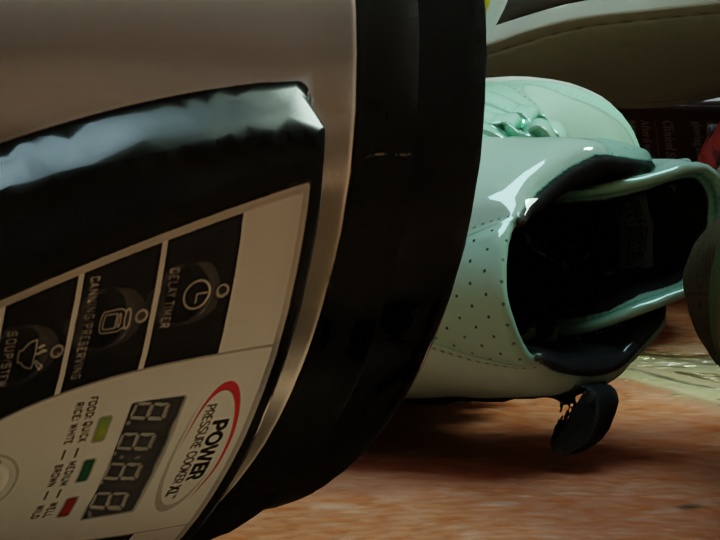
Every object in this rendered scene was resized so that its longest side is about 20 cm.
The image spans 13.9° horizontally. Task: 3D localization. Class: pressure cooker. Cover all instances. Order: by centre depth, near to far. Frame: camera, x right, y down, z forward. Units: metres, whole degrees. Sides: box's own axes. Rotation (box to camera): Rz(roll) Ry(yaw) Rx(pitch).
[{"bbox_3d":[-0.074,-0.037,0.471,0.200,0.179,0.176,-4,4,-36],"label":"pressure cooker"}]

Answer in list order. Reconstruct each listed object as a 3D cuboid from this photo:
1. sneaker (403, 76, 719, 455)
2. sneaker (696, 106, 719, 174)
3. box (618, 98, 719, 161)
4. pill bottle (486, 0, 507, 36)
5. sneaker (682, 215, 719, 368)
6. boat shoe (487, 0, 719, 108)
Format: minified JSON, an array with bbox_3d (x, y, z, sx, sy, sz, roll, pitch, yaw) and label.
[{"bbox_3d":[0.047,-0.004,0.689,0.118,0.074,0.200,-4,11,34],"label":"sneaker"},{"bbox_3d":[0.155,-0.022,0.974,0.071,0.098,0.200,-11,-18,-2],"label":"sneaker"},{"bbox_3d":[0.144,-0.057,1.104,0.200,0.075,0.100,4,-35,13],"label":"box"},{"bbox_3d":[-0.030,-0.083,0.731,0.111,0.111,0.200,5,22,37],"label":"pill bottle"},{"bbox_3d":[0.099,0.011,0.586,0.090,0.067,0.200,8,1,35],"label":"sneaker"},{"bbox_3d":[0.069,-0.090,1.017,0.201,0.061,0.072,-10,-29,32],"label":"boat shoe"}]
